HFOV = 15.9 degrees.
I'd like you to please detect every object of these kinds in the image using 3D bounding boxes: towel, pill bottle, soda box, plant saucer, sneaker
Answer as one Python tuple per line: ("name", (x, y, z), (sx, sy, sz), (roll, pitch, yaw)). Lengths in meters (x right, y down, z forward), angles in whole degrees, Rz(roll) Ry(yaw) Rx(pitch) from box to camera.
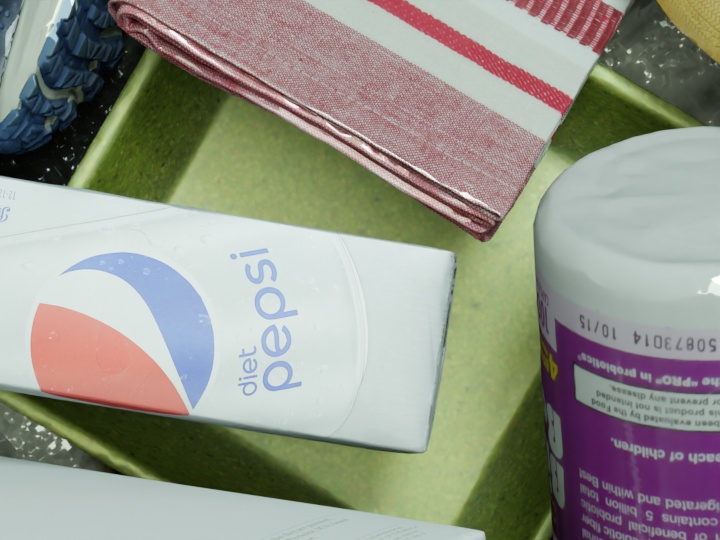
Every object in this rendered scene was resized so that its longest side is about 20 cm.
("towel", (0.025, -0.116, 0.862), (0.143, 0.023, 0.200), (31, 57, 3))
("pill bottle", (0.114, 0.066, 0.811), (0.111, 0.112, 0.201), (-7, 116, -1))
("soda box", (-0.072, 0.011, 0.815), (0.198, 0.068, 0.064), (10, 86, -1))
("plant saucer", (0.000, 0.000, 0.882), (0.199, 0.048, 0.201), (30, 86, 1))
("sneaker", (-0.114, -0.138, 0.886), (0.085, 0.077, 0.201), (11, 78, 10))

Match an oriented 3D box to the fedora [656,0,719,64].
("fedora", (0.184, -0.083, 0.859), (0.199, 0.082, 0.201), (4, 43, -4))

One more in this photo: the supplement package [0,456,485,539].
("supplement package", (-0.077, 0.131, 0.756), (0.199, 0.120, 0.122), (6, 101, 29))
